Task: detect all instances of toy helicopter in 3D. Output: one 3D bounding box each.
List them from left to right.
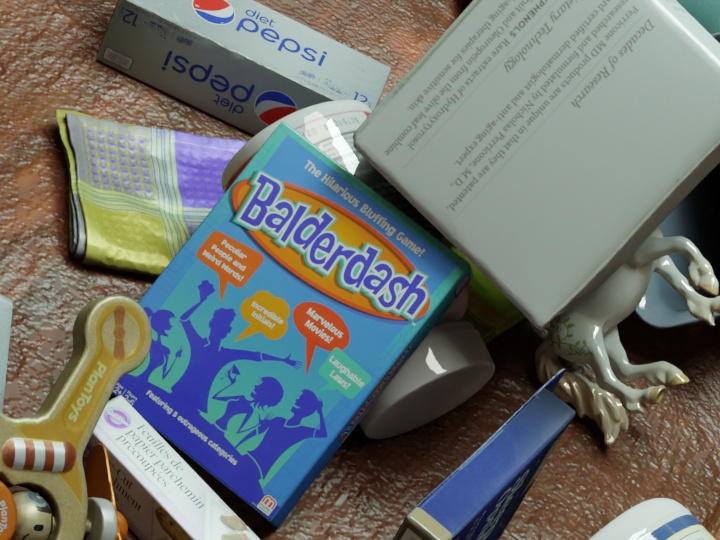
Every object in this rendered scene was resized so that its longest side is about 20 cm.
[{"bbox_3d":[-0.170,0.107,1.425,0.132,0.079,0.201,38,65,-24],"label":"toy helicopter"}]

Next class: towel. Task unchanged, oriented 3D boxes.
[{"bbox_3d":[-0.111,-0.046,1.694,0.199,0.023,0.144,10,42,-21],"label":"towel"},{"bbox_3d":[0.090,0.001,1.764,0.086,0.018,0.200,43,42,16],"label":"towel"}]

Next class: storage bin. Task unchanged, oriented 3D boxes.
[{"bbox_3d":[0.279,-0.057,1.794,0.134,0.145,0.201,13,67,-54],"label":"storage bin"}]

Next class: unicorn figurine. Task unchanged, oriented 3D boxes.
[{"bbox_3d":[0.185,0.006,1.696,0.137,0.200,0.074,34,-6,28],"label":"unicorn figurine"}]

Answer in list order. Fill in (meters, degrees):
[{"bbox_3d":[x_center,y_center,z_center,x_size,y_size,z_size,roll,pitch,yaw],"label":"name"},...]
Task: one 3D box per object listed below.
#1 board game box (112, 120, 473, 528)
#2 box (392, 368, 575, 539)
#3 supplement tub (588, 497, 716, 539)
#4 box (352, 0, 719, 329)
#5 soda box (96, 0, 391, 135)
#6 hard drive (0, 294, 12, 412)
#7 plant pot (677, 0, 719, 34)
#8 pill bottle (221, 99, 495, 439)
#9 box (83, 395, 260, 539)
[{"bbox_3d":[-0.050,0.033,1.533,0.152,0.045,0.200,37,83,11],"label":"board game box"},{"bbox_3d":[0.067,0.147,1.514,0.032,0.121,0.200,37,40,12],"label":"box"},{"bbox_3d":[0.199,0.250,1.463,0.145,0.145,0.200,-24,61,-44],"label":"supplement tub"},{"bbox_3d":[0.134,-0.095,1.576,0.171,0.200,0.199,44,10,6],"label":"box"},{"bbox_3d":[-0.083,-0.149,1.787,0.199,0.064,0.068,25,41,-3],"label":"soda box"},{"bbox_3d":[-0.299,0.032,1.450,0.199,0.033,0.140,28,38,-27],"label":"hard drive"},{"bbox_3d":[0.214,-0.259,1.991,0.187,0.200,0.201,31,37,-21],"label":"plant pot"},{"bbox_3d":[0.000,0.000,1.619,0.113,0.114,0.201,-14,68,-39],"label":"pill bottle"},{"bbox_3d":[-0.096,0.159,1.472,0.200,0.042,0.039,45,42,18],"label":"box"}]
